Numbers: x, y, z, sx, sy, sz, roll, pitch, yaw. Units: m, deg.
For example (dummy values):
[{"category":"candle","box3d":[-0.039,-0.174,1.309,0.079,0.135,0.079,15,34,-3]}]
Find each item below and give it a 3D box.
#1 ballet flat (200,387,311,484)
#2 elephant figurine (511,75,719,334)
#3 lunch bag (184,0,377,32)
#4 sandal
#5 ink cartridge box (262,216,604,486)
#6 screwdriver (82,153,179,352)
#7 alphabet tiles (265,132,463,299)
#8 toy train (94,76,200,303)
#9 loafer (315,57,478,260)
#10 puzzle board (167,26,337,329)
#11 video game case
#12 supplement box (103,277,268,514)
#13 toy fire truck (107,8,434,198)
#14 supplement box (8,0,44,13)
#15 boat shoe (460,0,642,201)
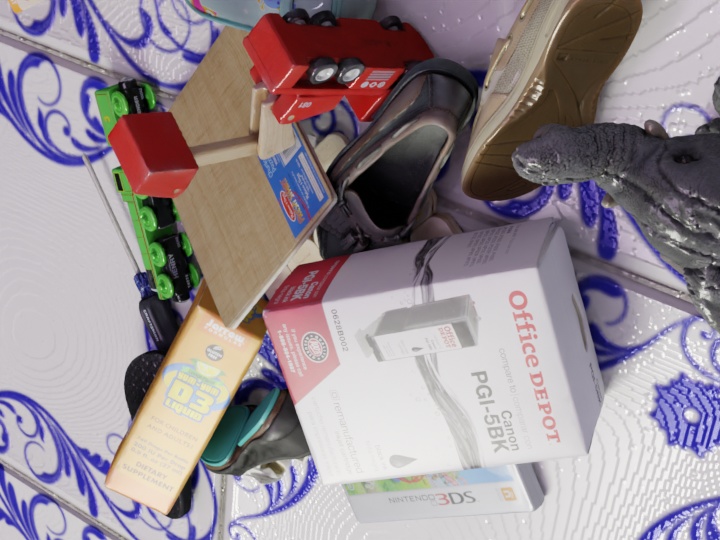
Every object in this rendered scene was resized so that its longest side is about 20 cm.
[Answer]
[{"category":"ballet flat","box3d":[-0.082,0.148,1.080,0.068,0.068,0.200,33,158,-13]},{"category":"elephant figurine","box3d":[0.203,-0.034,0.694,0.155,0.200,0.142,-2,107,39]},{"category":"lunch bag","box3d":[-0.050,-0.262,0.880,0.160,0.077,0.201,25,123,29]},{"category":"sandal","box3d":[-0.177,0.146,1.189,0.075,0.045,0.200,30,135,31]},{"category":"ink cartridge box","box3d":[0.053,0.059,0.886,0.199,0.083,0.147,-11,110,22]},{"category":"screwdriver","box3d":[-0.205,-0.013,1.143,0.029,0.028,0.201,6,119,68]},{"category":"alphabet tiles","box3d":[0.000,0.000,0.997,0.200,0.015,0.196,-37,85,42]},{"category":"toy train","box3d":[-0.185,-0.067,1.100,0.056,0.042,0.201,6,113,47]},{"category":"loafer","box3d":[0.015,-0.059,0.889,0.072,0.063,0.200,23,132,-10]},{"category":"puzzle board","box3d":[-0.093,-0.079,0.980,0.151,0.017,0.200,-48,53,33]},{"category":"video game case","box3d":[0.031,0.105,1.000,0.182,0.022,0.201,-13,105,40]},{"category":"supplement box","box3d":[-0.146,0.106,1.078,0.066,0.069,0.200,26,111,-6]},{"category":"toy fire truck","box3d":[-0.055,-0.112,0.865,0.141,0.200,0.049,-44,66,38]},{"category":"supplement box","box3d":[-0.217,-0.293,0.988,0.200,0.074,0.126,-12,111,39]},{"category":"boat shoe","box3d":[0.115,-0.124,0.823,0.200,0.072,0.065,114,151,-48]}]
